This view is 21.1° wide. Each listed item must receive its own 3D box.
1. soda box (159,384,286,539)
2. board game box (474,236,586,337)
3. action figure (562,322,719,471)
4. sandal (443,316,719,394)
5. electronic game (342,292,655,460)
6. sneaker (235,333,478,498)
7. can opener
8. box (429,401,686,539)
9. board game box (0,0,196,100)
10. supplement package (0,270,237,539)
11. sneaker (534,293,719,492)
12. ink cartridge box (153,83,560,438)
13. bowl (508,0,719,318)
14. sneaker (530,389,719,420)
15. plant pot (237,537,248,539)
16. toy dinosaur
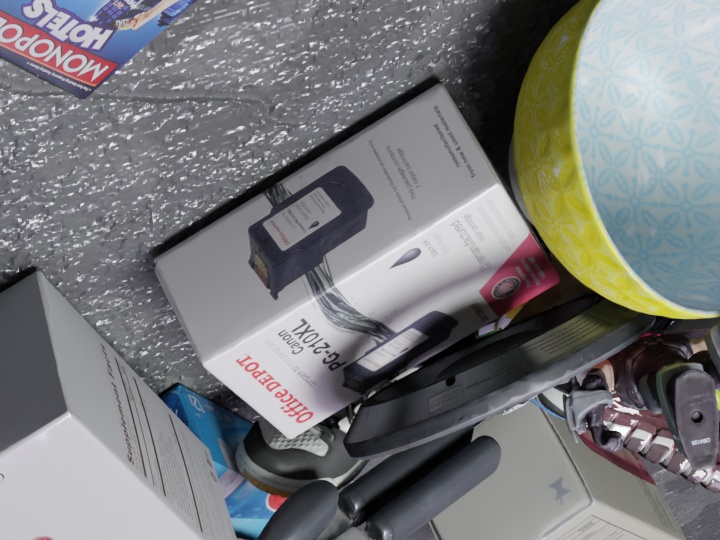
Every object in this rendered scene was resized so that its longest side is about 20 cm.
[{"bbox_3d":[-0.088,0.147,1.322,0.068,0.064,0.200,-34,149,12],"label":"soda box"},{"bbox_3d":[0.167,-0.004,1.338,0.199,0.024,0.105,-21,151,-11],"label":"board game box"},{"bbox_3d":[0.186,0.068,1.146,0.129,0.070,0.200,-23,-178,-6],"label":"action figure"},{"bbox_3d":[0.150,0.056,1.259,0.199,0.045,0.075,-19,133,4],"label":"sandal"},{"bbox_3d":[0.081,0.063,1.142,0.199,0.042,0.200,-25,-179,0],"label":"electronic game"},{"bbox_3d":[-0.001,0.082,1.284,0.199,0.076,0.088,-23,142,-41],"label":"sneaker"},{"bbox_3d":[0.012,0.146,1.243,0.200,0.053,0.067,-32,148,-32],"label":"can opener"},{"bbox_3d":[0.151,0.192,1.532,0.128,0.109,0.200,-36,148,16],"label":"box"},{"bbox_3d":[-0.155,-0.155,0.819,0.199,0.062,0.200,-37,148,18],"label":"board game box"},{"bbox_3d":[-0.172,0.122,1.119,0.121,0.120,0.200,-30,134,8],"label":"supplement package"},{"bbox_3d":[0.223,0.078,1.344,0.199,0.076,0.116,26,91,-14],"label":"sneaker"},{"bbox_3d":[0.000,0.000,1.149,0.199,0.085,0.145,-31,150,6],"label":"ink cartridge box"},{"bbox_3d":[0.150,-0.065,1.111,0.199,0.202,0.107,4,169,-42],"label":"bowl"},{"bbox_3d":[0.198,0.073,1.420,0.198,0.071,0.083,0,-173,-18],"label":"sneaker"},{"bbox_3d":[-0.149,0.248,1.331,0.199,0.093,0.201,-2,156,-1],"label":"plant pot"},{"bbox_3d":[0.159,-0.002,1.279,0.101,0.058,0.200,26,122,-35],"label":"toy dinosaur"}]
